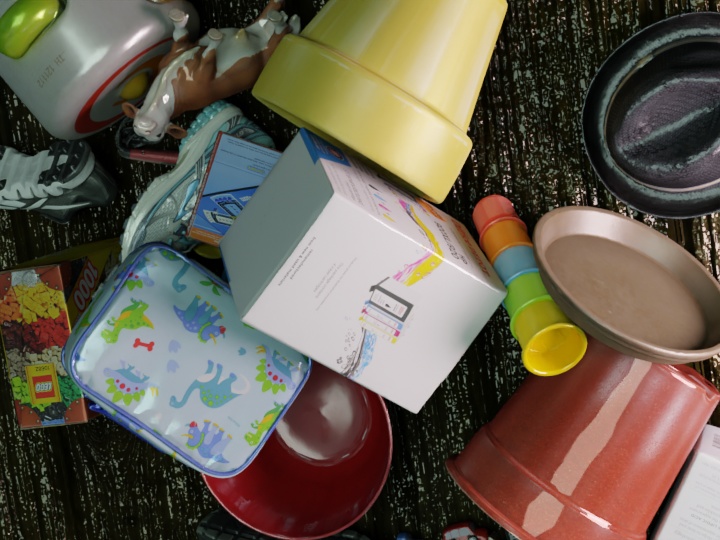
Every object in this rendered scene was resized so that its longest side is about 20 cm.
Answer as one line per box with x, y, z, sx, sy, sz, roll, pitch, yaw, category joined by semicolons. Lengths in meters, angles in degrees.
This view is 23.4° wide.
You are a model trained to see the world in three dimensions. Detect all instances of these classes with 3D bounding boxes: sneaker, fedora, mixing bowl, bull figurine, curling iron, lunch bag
-0.075;0.293;1.734;0.199;0.075;0.080;13;123;24;sneaker
0.291;-0.135;1.550;0.199;0.092;0.202;3;101;15;fedora
-0.053;0.150;1.685;0.199;0.108;0.202;2;99;15;mixing bowl
-0.154;-0.062;1.646;0.086;0.078;0.201;30;87;17;sneaker
-0.322;-0.081;1.738;0.199;0.090;0.067;-4;58;36;sneaker
-0.135;-0.194;1.606;0.065;0.200;0.122;46;144;18;bull figurine
-0.150;-0.117;1.708;0.199;0.026;0.050;14;105;12;curling iron
-0.159;0.082;1.563;0.200;0.082;0.161;35;84;-14;lunch bag

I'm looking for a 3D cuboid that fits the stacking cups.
0.142;0.008;1.572;0.060;0.200;0.061;-10;131;-12;stacking cups

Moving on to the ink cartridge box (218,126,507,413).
0.000;0.000;1.563;0.199;0.147;0.145;30;107;-26;ink cartridge box

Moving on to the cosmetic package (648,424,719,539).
0.306;0.254;1.610;0.074;0.102;0.201;23;106;10;cosmetic package

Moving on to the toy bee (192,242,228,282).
-0.102;0.021;1.677;0.130;0.109;0.201;5;101;12;toy bee

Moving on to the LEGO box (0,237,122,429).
-0.263;0.055;1.677;0.077;0.200;0.150;-7;97;20;LEGO box

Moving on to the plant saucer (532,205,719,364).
0.238;0.015;1.542;0.199;0.200;0.030;33;123;7;plant saucer

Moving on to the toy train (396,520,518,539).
0.102;0.268;1.703;0.199;0.034;0.046;-14;92;17;toy train

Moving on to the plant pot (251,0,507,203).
0.033;-0.190;1.569;0.200;0.201;0.190;31;91;8;plant pot

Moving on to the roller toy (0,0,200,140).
-0.247;-0.219;1.635;0.200;0.183;0.140;-38;84;-22;roller toy

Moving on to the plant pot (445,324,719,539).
0.212;0.150;1.580;0.200;0.201;0.196;34;98;7;plant pot

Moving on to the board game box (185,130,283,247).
-0.057;-0.052;1.636;0.199;0.019;0.104;18;91;-21;board game box
